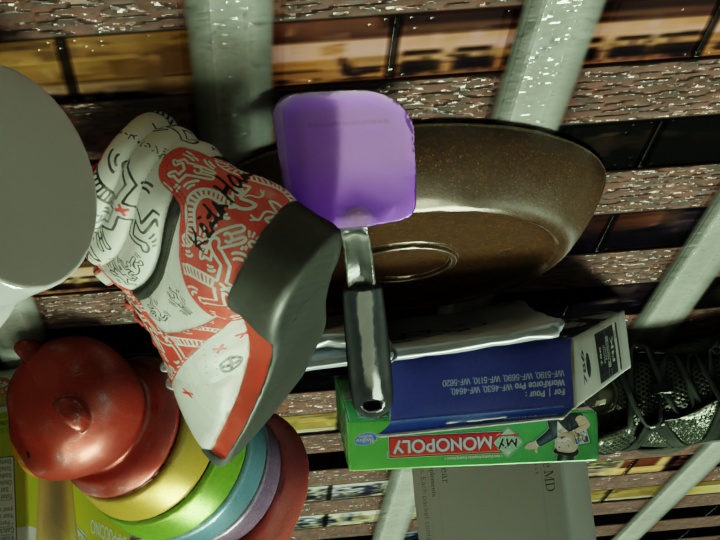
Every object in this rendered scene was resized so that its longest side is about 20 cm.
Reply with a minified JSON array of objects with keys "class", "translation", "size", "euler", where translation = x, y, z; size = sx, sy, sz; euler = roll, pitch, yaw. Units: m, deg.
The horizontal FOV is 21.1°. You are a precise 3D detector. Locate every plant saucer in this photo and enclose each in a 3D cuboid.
[{"class":"plant saucer","translation":[0.017,-0.017,0.905],"size":[0.200,0.035,0.200],"euler":[-4,162,-1]}]

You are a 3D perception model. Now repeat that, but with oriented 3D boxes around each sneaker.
[{"class":"sneaker","translation":[-0.073,0.007,0.824],"size":[0.108,0.067,0.201],"euler":[35,154,8]},{"class":"sneaker","translation":[0.197,0.072,1.170],"size":[0.114,0.076,0.199],"euler":[-1,168,-36]}]

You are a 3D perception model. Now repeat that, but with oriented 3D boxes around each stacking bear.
[{"class":"stacking bear","translation":[-0.126,0.100,1.111],"size":[0.114,0.121,0.200],"euler":[-42,142,9]}]

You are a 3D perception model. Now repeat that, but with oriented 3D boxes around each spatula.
[{"class":"spatula","translation":[0.000,0.000,0.838],"size":[0.056,0.021,0.200],"euler":[-4,139,2]}]

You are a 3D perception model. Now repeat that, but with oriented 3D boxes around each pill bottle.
[{"class":"pill bottle","translation":[-0.200,-0.008,0.732],"size":[0.200,0.112,0.112],"euler":[-18,159,34]}]

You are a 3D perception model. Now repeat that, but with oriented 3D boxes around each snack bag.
[{"class":"snack bag","translation":[0.001,0.033,0.993],"size":[0.200,0.021,0.189],"euler":[-8,-179,-1]}]

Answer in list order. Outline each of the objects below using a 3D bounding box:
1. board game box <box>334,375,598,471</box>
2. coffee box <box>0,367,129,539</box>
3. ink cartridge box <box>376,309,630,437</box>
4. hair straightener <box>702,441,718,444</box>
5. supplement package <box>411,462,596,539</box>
[{"class":"board game box","translation":[0.055,0.083,1.116],"size":[0.134,0.029,0.200],"euler":[-3,-176,-2]},{"class":"coffee box","translation":[-0.262,0.188,1.186],"size":[0.200,0.198,0.200],"euler":[-9,163,9]},{"class":"ink cartridge box","translation":[0.079,0.052,1.024],"size":[0.099,0.039,0.200],"euler":[-7,-177,16]},{"class":"hair straightener","translation":[0.298,0.113,1.327],"size":[0.200,0.077,0.041],"euler":[3,159,-27]},{"class":"supplement package","translation":[0.112,0.215,1.388],"size":[0.111,0.200,0.156],"euler":[-10,162,12]}]
